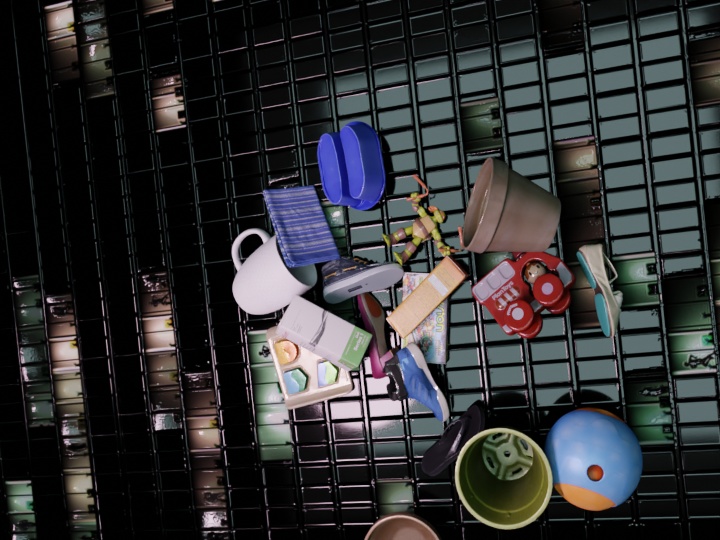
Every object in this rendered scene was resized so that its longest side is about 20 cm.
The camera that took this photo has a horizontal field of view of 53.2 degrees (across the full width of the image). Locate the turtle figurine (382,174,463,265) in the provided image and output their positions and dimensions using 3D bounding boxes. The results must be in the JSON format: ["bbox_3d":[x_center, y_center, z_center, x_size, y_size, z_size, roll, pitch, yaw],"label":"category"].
[{"bbox_3d":[0.130,-0.100,1.636,0.159,0.064,0.203,-33,87,1],"label":"turtle figurine"}]

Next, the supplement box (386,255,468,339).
[{"bbox_3d":[0.148,0.059,1.601,0.069,0.066,0.201,44,101,9],"label":"supplement box"}]

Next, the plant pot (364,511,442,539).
[{"bbox_3d":[0.107,0.649,1.655,0.195,0.092,0.207,1,92,16],"label":"plant pot"}]

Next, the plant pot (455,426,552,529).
[{"bbox_3d":[0.312,0.417,1.541,0.194,0.190,0.206,1,92,16],"label":"plant pot"}]

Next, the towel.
[{"bbox_3d":[-0.135,-0.106,1.662,0.024,0.142,0.204,-45,61,51],"label":"towel"}]

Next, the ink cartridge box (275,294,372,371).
[{"bbox_3d":[-0.086,0.144,1.627,0.197,0.146,0.086,29,75,-4],"label":"ink cartridge box"}]

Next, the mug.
[{"bbox_3d":[-0.225,-0.003,1.694,0.174,0.147,0.203,-34,89,23],"label":"mug"}]

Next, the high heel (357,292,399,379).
[{"bbox_3d":[0.021,0.152,1.683,0.096,0.067,0.204,-37,69,37],"label":"high heel"}]

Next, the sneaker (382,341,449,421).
[{"bbox_3d":[0.118,0.273,1.614,0.110,0.077,0.203,-30,109,-10],"label":"sneaker"}]

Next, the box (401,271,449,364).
[{"bbox_3d":[0.149,0.108,1.654,0.107,0.035,0.206,2,92,15],"label":"box"}]

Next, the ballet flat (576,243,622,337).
[{"bbox_3d":[0.525,0.038,1.537,0.068,0.069,0.205,-19,87,15],"label":"ballet flat"}]

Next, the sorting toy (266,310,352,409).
[{"bbox_3d":[-0.126,0.217,1.733,0.181,0.036,0.205,-16,87,15],"label":"sorting toy"}]

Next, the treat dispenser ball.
[{"bbox_3d":[0.480,0.389,1.489,0.195,0.200,0.207,1,92,15],"label":"treat dispenser ball"}]

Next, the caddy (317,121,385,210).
[{"bbox_3d":[-0.016,-0.241,1.655,0.139,0.104,0.206,-10,89,39],"label":"caddy"}]

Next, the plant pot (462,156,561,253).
[{"bbox_3d":[0.326,-0.120,1.532,0.169,0.200,0.205,15,96,-2],"label":"plant pot"}]

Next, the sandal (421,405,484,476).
[{"bbox_3d":[0.207,0.386,1.624,0.042,0.076,0.201,33,104,-32],"label":"sandal"}]

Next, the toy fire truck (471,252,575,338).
[{"bbox_3d":[0.357,0.038,1.566,0.200,0.112,0.169,-42,63,12],"label":"toy fire truck"}]

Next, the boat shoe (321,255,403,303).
[{"bbox_3d":[0.000,0.000,1.664,0.195,0.071,0.093,-18,54,8],"label":"boat shoe"}]
